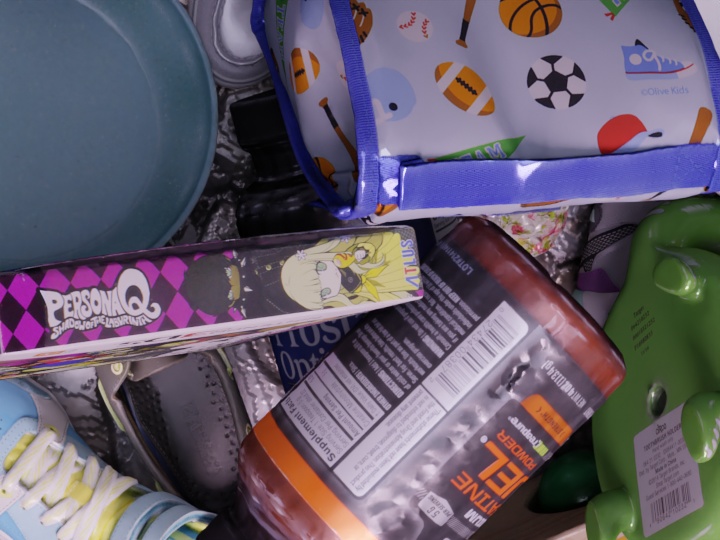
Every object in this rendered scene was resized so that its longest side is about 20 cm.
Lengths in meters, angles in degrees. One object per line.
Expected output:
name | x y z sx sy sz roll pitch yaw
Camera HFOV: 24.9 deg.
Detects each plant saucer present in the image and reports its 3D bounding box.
plant saucer | -0.171 -0.080 0.812 0.199 0.036 0.201 5 74 -18

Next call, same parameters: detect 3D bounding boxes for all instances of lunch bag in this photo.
lunch bag | 0.051 -0.093 0.716 0.169 0.200 0.124 -5 130 -16

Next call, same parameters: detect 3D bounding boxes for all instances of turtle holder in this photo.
turtle holder | 0.176 0.057 0.787 0.131 0.186 0.141 9 122 -20

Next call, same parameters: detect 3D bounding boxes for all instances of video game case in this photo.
video game case | -0.097 0.019 0.712 0.180 0.200 0.036 -7 85 -28

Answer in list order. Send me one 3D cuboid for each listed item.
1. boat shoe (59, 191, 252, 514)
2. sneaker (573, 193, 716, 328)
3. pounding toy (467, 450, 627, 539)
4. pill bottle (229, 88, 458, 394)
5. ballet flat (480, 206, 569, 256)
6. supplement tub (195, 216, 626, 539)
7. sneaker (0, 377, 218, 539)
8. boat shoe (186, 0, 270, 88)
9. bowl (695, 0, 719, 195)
boat shoe | -0.104 0.048 0.852 0.072 0.060 0.203 -26 101 -6
sneaker | 0.217 -0.018 0.885 0.199 0.078 0.141 3 96 -11
pounding toy | 0.129 0.177 0.868 0.183 0.142 0.201 -22 100 -7
pill bottle | 0.000 0.000 0.839 0.111 0.112 0.201 -17 100 -7
ballet flat | 0.078 -0.102 0.865 0.075 0.064 0.201 -11 99 -9
supplement tub | 0.018 0.078 0.742 0.200 0.107 0.107 -45 102 1
sneaker | -0.132 0.112 0.799 0.200 0.130 0.080 51 60 -29
boat shoe | -0.022 -0.182 0.834 0.072 0.069 0.200 38 89 -12
bowl | 0.214 -0.132 0.810 0.200 0.090 0.202 -5 107 -15
